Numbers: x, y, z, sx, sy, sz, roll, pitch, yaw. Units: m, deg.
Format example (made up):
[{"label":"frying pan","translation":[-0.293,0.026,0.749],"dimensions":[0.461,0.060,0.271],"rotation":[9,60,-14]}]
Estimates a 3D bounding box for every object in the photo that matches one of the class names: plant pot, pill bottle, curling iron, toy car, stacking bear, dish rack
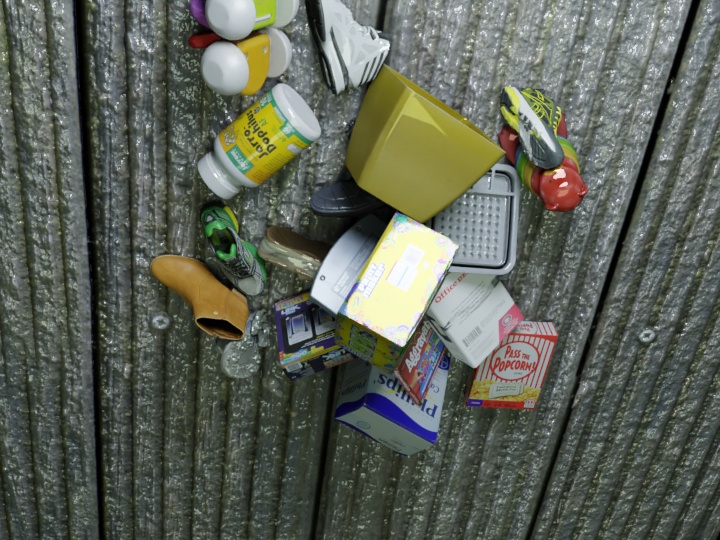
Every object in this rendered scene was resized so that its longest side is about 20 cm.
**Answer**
[{"label":"plant pot","translation":[0.083,-0.199,1.517],"dimensions":[0.200,0.200,0.177],"rotation":[30,105,-23]},{"label":"pill bottle","translation":[-0.174,-0.211,1.551],"dimensions":[0.200,0.113,0.113],"rotation":[-36,120,17]},{"label":"curling iron","translation":[-0.027,-0.187,1.638],"dimensions":[0.050,0.026,0.200],"rotation":[27,124,2]},{"label":"toy car","translation":[-0.198,-0.379,1.432],"dimensions":[0.150,0.175,0.200],"rotation":[25,125,21]},{"label":"stacking bear","translation":[0.325,-0.172,1.576],"dimensions":[0.121,0.200,0.114],"rotation":[-21,125,7]},{"label":"dish rack","translation":[0.197,-0.094,1.664],"dimensions":[0.171,0.044,0.200],"rotation":[4,87,-10]}]

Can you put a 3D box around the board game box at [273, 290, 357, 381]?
[{"label":"board game box","translation":[-0.058,0.102,1.735],"dimensions":[0.200,0.165,0.057],"rotation":[-20,131,7]}]

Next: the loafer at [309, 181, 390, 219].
[{"label":"loafer","translation":[0.008,-0.123,1.644],"dimensions":[0.200,0.072,0.063],"rotation":[-16,143,-12]}]

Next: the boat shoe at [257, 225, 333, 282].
[{"label":"boat shoe","translation":[-0.094,-0.015,1.717],"dimensions":[0.200,0.072,0.065],"rotation":[23,126,-17]}]

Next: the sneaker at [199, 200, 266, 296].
[{"label":"sneaker","translation":[-0.237,-0.025,1.683],"dimensions":[0.078,0.085,0.200],"rotation":[-24,123,9]}]

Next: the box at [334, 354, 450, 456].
[{"label":"box","translation":[0.066,0.228,1.801],"dimensions":[0.184,0.200,0.105],"rotation":[32,142,-24]}]

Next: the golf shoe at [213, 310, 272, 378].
[{"label":"golf shoe","translation":[-0.236,0.151,1.734],"dimensions":[0.097,0.200,0.078],"rotation":[-16,106,18]}]

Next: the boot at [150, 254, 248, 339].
[{"label":"boot","translation":[-0.296,0.049,1.684],"dimensions":[0.201,0.144,0.071],"rotation":[23,115,-14]}]

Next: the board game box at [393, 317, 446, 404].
[{"label":"board game box","translation":[0.123,0.147,1.776],"dimensions":[0.019,0.200,0.103],"rotation":[-9,129,38]}]

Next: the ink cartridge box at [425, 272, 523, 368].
[{"label":"ink cartridge box","translation":[0.198,0.062,1.758],"dimensions":[0.145,0.084,0.200],"rotation":[-44,121,-11]}]

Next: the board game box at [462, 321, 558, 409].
[{"label":"board game box","translation":[0.308,0.195,1.908],"dimensions":[0.151,0.046,0.200],"rotation":[4,122,-9]}]

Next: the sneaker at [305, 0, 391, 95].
[{"label":"sneaker","translation":[-0.017,-0.394,1.487],"dimensions":[0.115,0.076,0.201],"rotation":[-20,120,-13]}]

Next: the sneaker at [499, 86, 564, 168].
[{"label":"sneaker","translation":[0.302,-0.249,1.534],"dimensions":[0.084,0.200,0.075],"rotation":[-13,139,-10]}]

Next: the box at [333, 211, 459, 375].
[{"label":"box","translation":[0.057,0.043,1.545],"dimensions":[0.122,0.200,0.193],"rotation":[28,160,7]}]

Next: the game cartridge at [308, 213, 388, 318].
[{"label":"game cartridge","translation":[0.000,0.000,1.672],"dimensions":[0.133,0.040,0.200],"rotation":[38,71,-3]}]
